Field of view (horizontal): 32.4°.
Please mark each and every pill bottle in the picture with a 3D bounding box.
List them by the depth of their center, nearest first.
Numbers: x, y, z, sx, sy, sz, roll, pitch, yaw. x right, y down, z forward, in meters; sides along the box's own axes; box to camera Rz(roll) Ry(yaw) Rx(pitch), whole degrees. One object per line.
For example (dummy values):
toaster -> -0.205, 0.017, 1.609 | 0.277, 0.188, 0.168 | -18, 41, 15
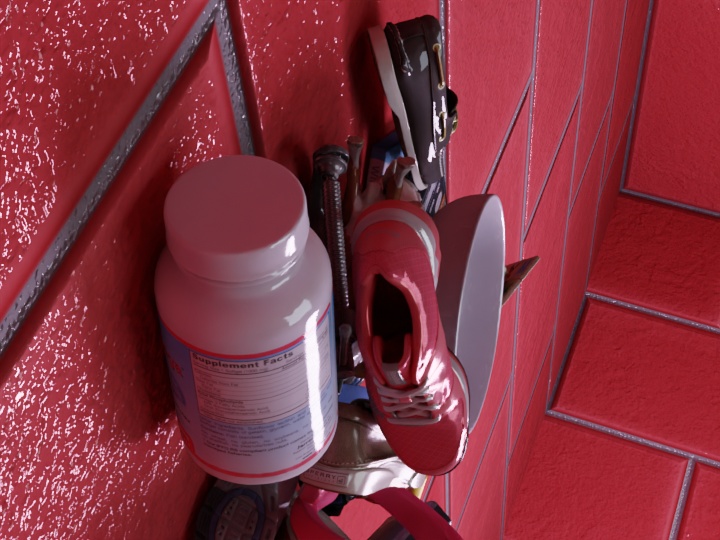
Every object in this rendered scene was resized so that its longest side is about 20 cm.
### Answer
pill bottle -> -0.069, 0.033, 0.762 | 0.202, 0.107, 0.109 | 89, 23, -45

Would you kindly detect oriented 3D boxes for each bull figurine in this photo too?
bull figurine -> 0.015, -0.010, 0.932 | 0.201, 0.064, 0.123 | -107, -159, -55

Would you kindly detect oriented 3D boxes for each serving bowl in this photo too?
serving bowl -> 0.072, 0.034, 1.040 | 0.200, 0.065, 0.204 | 7, 90, -75

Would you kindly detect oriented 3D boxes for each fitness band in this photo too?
fitness band -> 0.018, 0.205, 0.959 | 0.038, 0.143, 0.200 | -57, 170, 7

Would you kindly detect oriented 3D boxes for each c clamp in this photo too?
c clamp -> -0.019, -0.008, 0.889 | 0.172, 0.027, 0.203 | 102, -15, -60

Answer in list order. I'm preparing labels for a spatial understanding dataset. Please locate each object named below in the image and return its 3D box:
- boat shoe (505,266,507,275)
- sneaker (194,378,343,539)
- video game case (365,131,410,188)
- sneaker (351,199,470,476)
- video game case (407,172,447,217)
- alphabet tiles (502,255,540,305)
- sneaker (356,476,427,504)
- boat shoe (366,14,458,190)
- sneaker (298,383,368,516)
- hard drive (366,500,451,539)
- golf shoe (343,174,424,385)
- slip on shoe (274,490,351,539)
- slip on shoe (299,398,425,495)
boat shoe -> 0.101, 0.005, 1.263 | 0.064, 0.072, 0.200 | -66, 162, -1
sneaker -> -0.072, 0.140, 0.962 | 0.087, 0.074, 0.202 | 94, 21, -75
video game case -> 0.026, -0.038, 1.203 | 0.143, 0.018, 0.203 | -41, 143, -63
sneaker -> 0.024, 0.061, 0.815 | 0.087, 0.072, 0.203 | -68, 148, -62
video game case -> 0.046, 0.006, 1.238 | 0.181, 0.025, 0.202 | 75, 33, -61
alphabet tiles -> 0.109, 0.058, 1.372 | 0.168, 0.008, 0.200 | -50, -172, -16
sneaker -> 0.022, 0.188, 1.228 | 0.200, 0.076, 0.074 | -113, -140, -74
boat shoe -> 0.055, -0.140, 1.064 | 0.202, 0.060, 0.073 | 67, 6, -59
sneaker -> -0.021, 0.157, 1.069 | 0.201, 0.069, 0.079 | 90, 2, -67
hard drive -> -0.010, 0.298, 1.136 | 0.200, 0.033, 0.140 | -42, 178, -25
golf shoe -> 0.000, 0.000, 1.051 | 0.097, 0.077, 0.203 | 54, 52, -63
slip on shoe -> -0.046, 0.226, 0.989 | 0.062, 0.074, 0.200 | -55, -165, -5
slip on shoe -> 0.007, 0.129, 0.942 | 0.200, 0.075, 0.062 | 16, 84, -69
